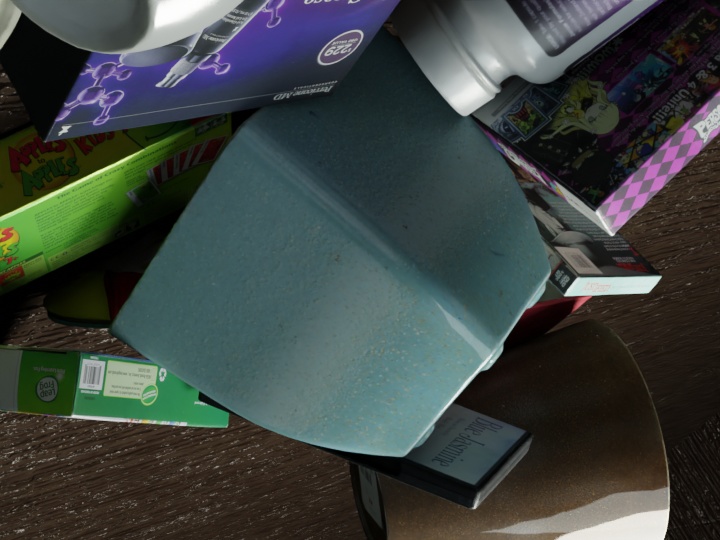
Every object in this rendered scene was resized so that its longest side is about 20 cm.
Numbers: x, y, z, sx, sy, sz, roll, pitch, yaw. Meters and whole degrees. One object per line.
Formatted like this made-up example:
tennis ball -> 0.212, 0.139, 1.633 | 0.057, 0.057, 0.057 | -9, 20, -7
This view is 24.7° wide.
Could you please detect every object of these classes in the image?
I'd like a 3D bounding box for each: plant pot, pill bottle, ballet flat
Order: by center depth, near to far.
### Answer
pill bottle -> 0.121, -0.186, 1.012 | 0.200, 0.112, 0.111 | -36, 161, 12
plant pot -> 0.000, 0.000, 1.043 | 0.196, 0.200, 0.196 | -52, 177, 36
ballet flat -> -0.124, 0.004, 1.170 | 0.200, 0.067, 0.067 | 3, 111, -15
plant pot -> 0.099, 0.146, 1.231 | 0.200, 0.187, 0.187 | -10, 156, -14

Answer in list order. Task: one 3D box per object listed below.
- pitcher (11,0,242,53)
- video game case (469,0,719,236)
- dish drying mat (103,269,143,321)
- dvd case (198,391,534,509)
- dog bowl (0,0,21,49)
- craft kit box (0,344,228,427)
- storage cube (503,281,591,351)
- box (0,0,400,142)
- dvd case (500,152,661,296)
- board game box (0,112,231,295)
pitcher -> -0.068, -0.197, 0.641 | 0.200, 0.121, 0.172 | -58, 157, -32
video game case -> 0.171, -0.139, 1.055 | 0.200, 0.181, 0.036 | -44, 135, -4
dish drying mat -> -0.076, 0.042, 1.119 | 0.200, 0.077, 0.018 | 18, 108, -20
dvd case -> 0.007, 0.099, 1.113 | 0.143, 0.200, 0.018 | -25, 133, -69
dog bowl -> -0.243, -0.120, 0.679 | 0.200, 0.074, 0.200 | -29, 161, -11
craft kit box -> -0.216, 0.072, 1.083 | 0.197, 0.049, 0.200 | 6, 175, 24
storage cube -> 0.033, 0.005, 1.271 | 0.180, 0.171, 0.200 | -42, 159, 32
box -> -0.074, -0.150, 0.862 | 0.200, 0.079, 0.141 | -15, 158, -41
dvd case -> 0.119, -0.056, 1.203 | 0.022, 0.200, 0.146 | -54, 155, 21
board game box -> -0.176, -0.050, 0.996 | 0.200, 0.048, 0.102 | -27, 160, -14
